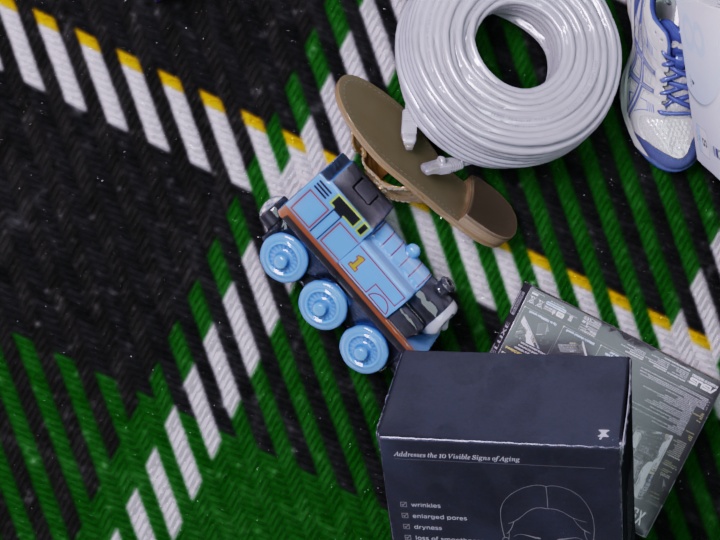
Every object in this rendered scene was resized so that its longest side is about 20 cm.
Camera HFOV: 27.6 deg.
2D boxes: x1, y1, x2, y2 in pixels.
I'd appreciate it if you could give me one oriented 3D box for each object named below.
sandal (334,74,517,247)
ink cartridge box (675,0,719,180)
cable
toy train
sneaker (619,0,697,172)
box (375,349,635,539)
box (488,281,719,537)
[{"bbox_3d":[0.040,-0.080,1.303,0.211,0.078,0.070,37,133,-17],"label":"sandal"},{"bbox_3d":[0.311,-0.134,1.169,0.047,0.200,0.161,-13,114,-1],"label":"ink cartridge box"},{"bbox_3d":[0.128,-0.188,1.272,0.198,0.069,0.202,-4,78,-13],"label":"cable"},{"bbox_3d":[0.000,0.000,1.281,0.114,0.087,0.200,-40,93,29],"label":"toy train"},{"bbox_3d":[0.271,-0.186,1.291,0.075,0.088,0.202,-7,95,-3],"label":"sneaker"},{"bbox_3d":[0.128,0.182,1.232,0.198,0.124,0.198,1,125,14],"label":"box"},{"bbox_3d":[0.204,0.125,1.325,0.199,0.050,0.159,26,93,-2],"label":"box"}]
